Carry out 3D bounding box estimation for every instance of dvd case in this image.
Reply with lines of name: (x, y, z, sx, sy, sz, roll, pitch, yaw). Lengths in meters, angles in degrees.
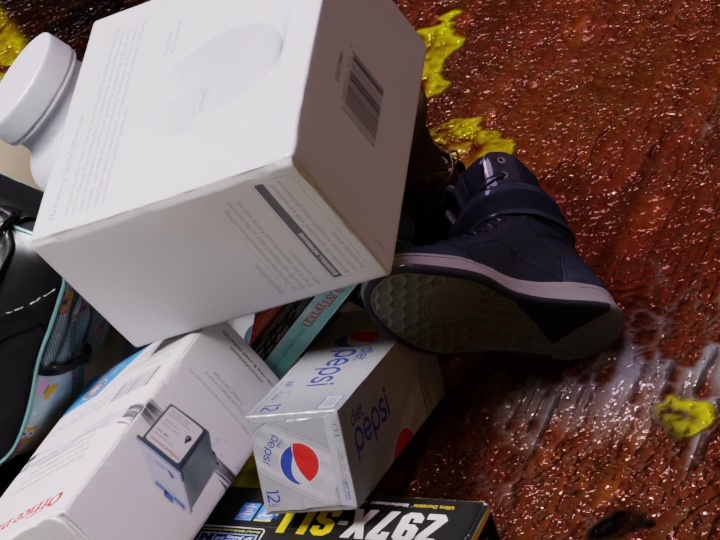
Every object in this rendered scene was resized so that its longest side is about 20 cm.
dvd case: (-0.028, -0.028, 1.488, 0.146, 0.022, 0.200, -52, 22, 39)

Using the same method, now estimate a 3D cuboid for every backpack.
backpack: (-0.262, 0.033, 1.521, 0.176, 0.200, 0.153, 21, 14, 16)

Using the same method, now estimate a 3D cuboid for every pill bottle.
pill bottle: (-0.163, -0.082, 1.575, 0.112, 0.200, 0.112, -44, 26, 28)

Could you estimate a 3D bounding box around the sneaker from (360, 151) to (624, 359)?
sneaker: (0.067, -0.016, 1.470, 0.202, 0.077, 0.146, 10, 42, -36)

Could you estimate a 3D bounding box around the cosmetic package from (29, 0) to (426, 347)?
cosmetic package: (-0.080, -0.081, 1.402, 0.200, 0.123, 0.200, -15, 45, 28)

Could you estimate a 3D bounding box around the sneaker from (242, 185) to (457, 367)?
sneaker: (0.000, 0.000, 1.557, 0.200, 0.085, 0.075, -27, 40, -23)

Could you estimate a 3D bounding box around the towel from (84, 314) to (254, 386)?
towel: (-0.131, 0.062, 1.614, 0.200, 0.024, 0.147, -11, 31, 10)

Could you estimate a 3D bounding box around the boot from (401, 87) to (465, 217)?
boot: (0.044, -0.082, 1.593, 0.075, 0.200, 0.074, 2, 65, -1)

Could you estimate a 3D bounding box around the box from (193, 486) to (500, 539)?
box: (-0.033, 0.202, 1.324, 0.200, 0.049, 0.160, 1, 35, 29)

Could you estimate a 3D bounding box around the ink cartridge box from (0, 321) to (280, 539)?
ink cartridge box: (-0.155, 0.136, 1.407, 0.146, 0.086, 0.200, -29, 20, 43)

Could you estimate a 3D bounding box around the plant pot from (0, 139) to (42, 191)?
plant pot: (-0.274, -0.019, 1.687, 0.200, 0.200, 0.135, -23, 67, -6)

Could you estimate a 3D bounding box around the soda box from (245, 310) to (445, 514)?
soda box: (-0.006, 0.087, 1.414, 0.063, 0.068, 0.200, -6, 15, 20)
